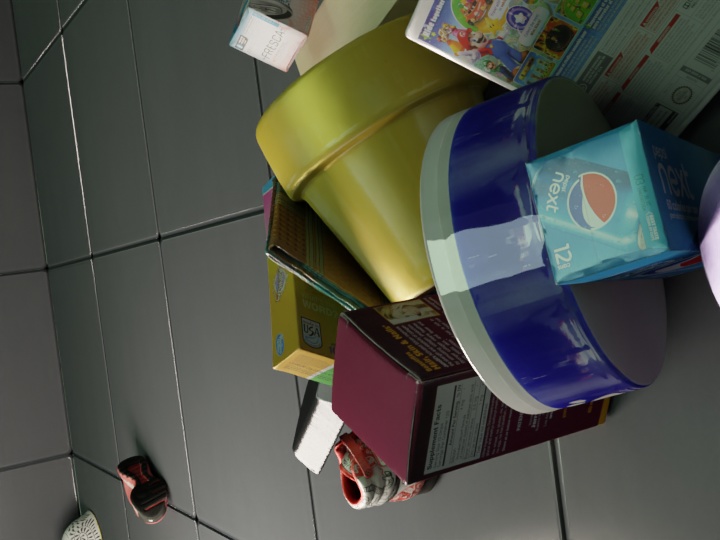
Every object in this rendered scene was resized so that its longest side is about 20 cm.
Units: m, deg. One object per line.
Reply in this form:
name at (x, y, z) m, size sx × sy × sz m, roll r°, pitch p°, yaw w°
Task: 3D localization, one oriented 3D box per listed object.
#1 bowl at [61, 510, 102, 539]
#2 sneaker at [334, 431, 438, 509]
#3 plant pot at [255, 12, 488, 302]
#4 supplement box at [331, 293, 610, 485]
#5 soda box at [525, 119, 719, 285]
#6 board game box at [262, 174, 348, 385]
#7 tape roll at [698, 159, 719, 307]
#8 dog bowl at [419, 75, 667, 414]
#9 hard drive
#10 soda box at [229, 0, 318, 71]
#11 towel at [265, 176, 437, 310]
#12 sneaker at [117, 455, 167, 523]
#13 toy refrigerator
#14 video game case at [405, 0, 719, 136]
bowl at (-0.728, 0.732, 2.379) m, size 0.200 × 0.093 × 0.205 m, roll 21°, pitch 115°, yaw 57°
sneaker at (0.036, 0.150, 0.904) m, size 0.067 × 0.106 × 0.204 m, roll 46°, pitch 134°, yaw 45°
plant pot at (0.040, -0.082, 0.778) m, size 0.191 × 0.199 × 0.200 m, roll 60°, pitch 146°, yaw 5°
supplement box at (0.089, 0.076, 0.704) m, size 0.110 × 0.197 × 0.087 m, roll 36°, pitch 128°, yaw 50°
soda box at (0.169, -0.034, 0.537) m, size 0.063 × 0.199 × 0.069 m, roll -18°, pitch 81°, yaw 33°
board game box at (-0.017, 0.014, 0.869) m, size 0.040 × 0.151 × 0.203 m, roll -38°, pitch 46°, yaw 36°
tape roll at (0.262, -0.007, 0.418) m, size 0.200 × 0.085 × 0.201 m, roll 42°, pitch 157°, yaw 22°
dog bowl at (0.122, -0.016, 0.588) m, size 0.078 × 0.199 × 0.204 m, roll -18°, pitch 80°, yaw 33°
hard drive at (-0.022, 0.091, 0.951) m, size 0.136 × 0.042 × 0.202 m, roll 114°, pitch 173°, yaw -45°
soda box at (-0.072, -0.306, 0.936) m, size 0.064 × 0.067 × 0.203 m, roll -44°, pitch 30°, yaw 55°
towel at (0.000, 0.000, 0.822) m, size 0.022 × 0.199 × 0.147 m, roll -47°, pitch 22°, yaw 22°
sneaker at (-0.420, 0.448, 1.824) m, size 0.200 × 0.073 × 0.088 m, roll 38°, pitch 142°, yaw 55°
toy refrigerator at (0.008, -0.241, 0.903) m, size 0.200 × 0.069 × 0.077 m, roll -42°, pitch 65°, yaw 57°
video game case at (0.139, -0.160, 0.586) m, size 0.144 × 0.197 × 0.018 m, roll 120°, pitch 175°, yaw -56°
